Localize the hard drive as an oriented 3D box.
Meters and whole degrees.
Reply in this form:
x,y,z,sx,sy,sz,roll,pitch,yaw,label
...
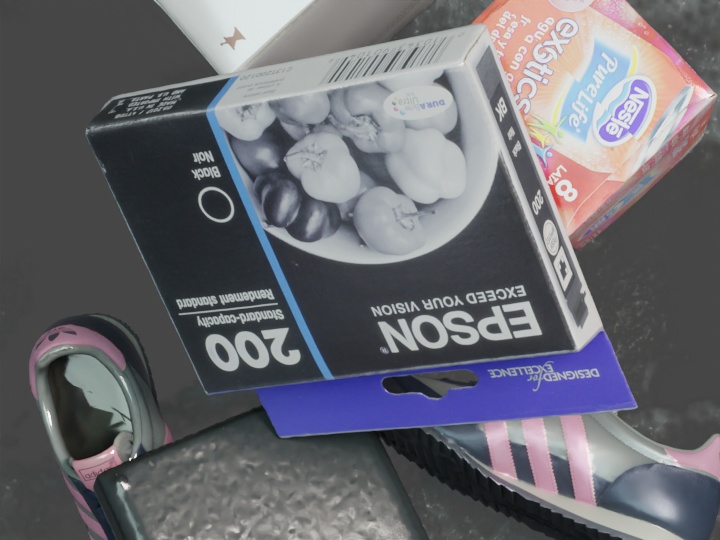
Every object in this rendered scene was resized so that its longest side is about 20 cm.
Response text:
x,y,z,sx,sy,sz,roll,pitch,yaw,label
-0.027,0.164,1.040,0.139,0.033,0.200,-22,76,-19,hard drive

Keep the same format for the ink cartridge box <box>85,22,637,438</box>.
x,y,z,sx,sy,sz,roll,pitch,yaw,label
0.000,0.000,0.945,0.198,0.043,0.200,-8,120,31,ink cartridge box

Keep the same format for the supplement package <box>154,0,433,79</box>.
x,y,z,sx,sy,sz,roll,pitch,yaw,label
-0.039,-0.162,1.036,0.117,0.200,0.117,-41,85,7,supplement package

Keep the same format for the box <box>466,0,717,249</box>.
x,y,z,sx,sy,sz,roll,pitch,yaw,label
0.101,-0.077,1.014,0.095,0.200,0.103,-44,85,5,box

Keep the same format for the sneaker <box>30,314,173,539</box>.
x,y,z,sx,sy,sz,roll,pitch,yaw,label
-0.121,0.119,1.103,0.070,0.082,0.200,-27,87,7,sneaker

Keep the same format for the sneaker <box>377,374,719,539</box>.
x,y,z,sx,sy,sz,roll,pitch,yaw,label
0.092,0.084,1.094,0.200,0.070,0.082,26,71,10,sneaker
